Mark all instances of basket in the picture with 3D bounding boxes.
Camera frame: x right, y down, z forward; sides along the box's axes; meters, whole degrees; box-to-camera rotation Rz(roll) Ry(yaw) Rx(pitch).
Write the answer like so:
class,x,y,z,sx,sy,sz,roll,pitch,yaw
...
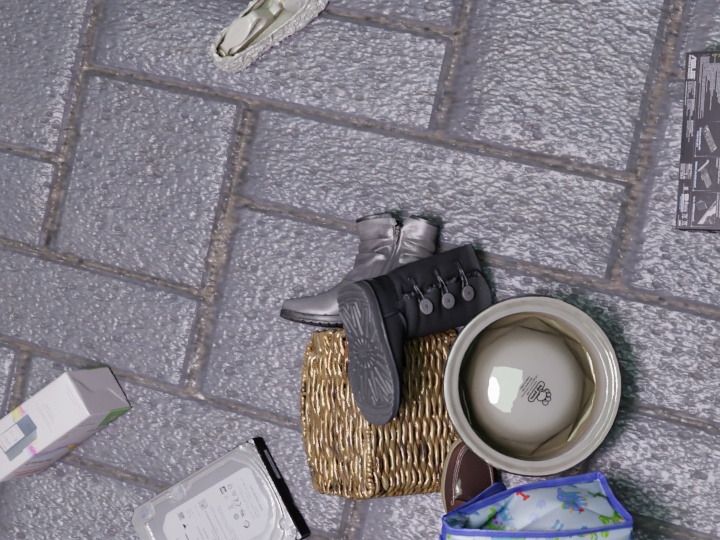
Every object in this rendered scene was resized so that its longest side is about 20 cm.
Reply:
class,x,y,z,sx,sy,sz,roll,pitch,yaw
basket,0.022,0.167,1.698,0.142,0.148,0.202,-7,85,52

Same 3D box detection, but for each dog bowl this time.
class,x,y,z,sx,sy,sz,roll,pitch,yaw
dog bowl,0.190,0.129,1.610,0.198,0.074,0.202,0,86,0

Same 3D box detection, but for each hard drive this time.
class,x,y,z,sx,sy,sz,roll,pitch,yaw
hard drive,-0.178,0.315,1.775,0.199,0.038,0.140,-31,78,16

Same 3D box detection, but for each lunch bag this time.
class,x,y,z,sx,sy,sz,roll,pitch,yaw
lunch bag,0.184,0.325,1.548,0.198,0.128,0.171,-9,114,-11

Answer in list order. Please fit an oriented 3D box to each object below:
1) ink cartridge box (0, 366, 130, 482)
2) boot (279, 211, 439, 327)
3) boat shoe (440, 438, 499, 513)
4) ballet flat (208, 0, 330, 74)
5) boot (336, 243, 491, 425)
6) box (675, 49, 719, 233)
class,x,y,z,sx,sy,sz,roll,pitch,yaw
ink cartridge box,-0.405,0.206,1.815,0.199,0.117,0.068,-35,80,15
boot,0.000,0.000,1.717,0.198,0.070,0.133,-3,84,8
boat shoe,0.133,0.293,1.635,0.072,0.072,0.202,3,91,-14
ballet flat,-0.109,-0.316,1.763,0.200,0.072,0.072,-41,76,12
boot,0.071,0.069,1.624,0.065,0.199,0.166,0,103,42
box,0.428,-0.141,1.550,0.157,0.050,0.202,2,88,38
